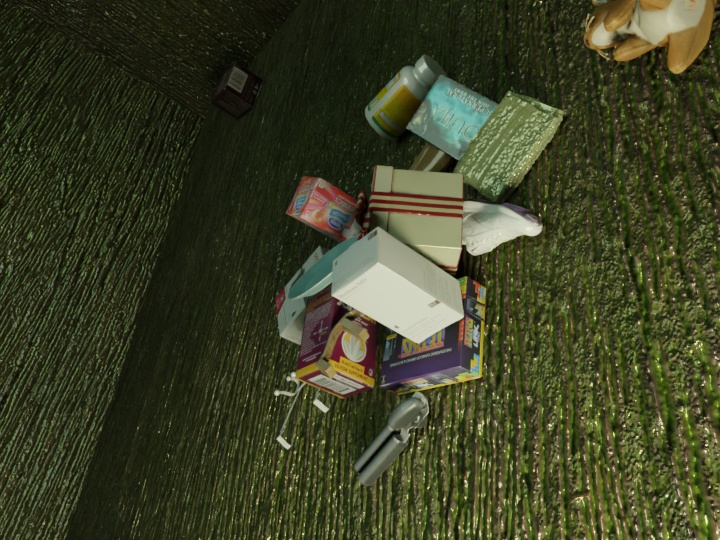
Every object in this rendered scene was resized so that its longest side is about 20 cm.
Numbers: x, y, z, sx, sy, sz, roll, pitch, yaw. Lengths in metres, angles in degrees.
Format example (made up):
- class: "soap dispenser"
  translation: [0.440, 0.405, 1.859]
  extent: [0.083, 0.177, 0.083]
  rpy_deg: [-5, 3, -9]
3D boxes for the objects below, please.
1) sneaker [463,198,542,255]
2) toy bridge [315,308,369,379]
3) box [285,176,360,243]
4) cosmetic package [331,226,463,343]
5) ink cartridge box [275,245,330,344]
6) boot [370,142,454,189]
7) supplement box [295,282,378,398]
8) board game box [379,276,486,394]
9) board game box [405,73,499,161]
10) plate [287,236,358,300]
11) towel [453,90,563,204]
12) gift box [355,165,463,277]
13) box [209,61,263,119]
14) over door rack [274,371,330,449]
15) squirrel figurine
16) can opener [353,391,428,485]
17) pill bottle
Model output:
- class: "sneaker"
  translation: [0.237, -0.068, 0.999]
  extent: [0.200, 0.074, 0.100]
  rpy_deg: [23, 99, 64]
- class: "toy bridge"
  translation: [-0.013, 0.109, 1.083]
  extent: [0.067, 0.027, 0.200]
  rpy_deg: [23, 63, 45]
- class: "box"
  translation: [-0.058, -0.129, 1.354]
  extent: [0.095, 0.199, 0.103]
  rpy_deg: [19, 83, 58]
- class: "cosmetic package"
  translation: [0.061, 0.028, 0.935]
  extent: [0.113, 0.199, 0.082]
  rpy_deg: [-37, 39, 35]
- class: "ink cartridge box"
  translation: [-0.115, 0.060, 1.405]
  extent: [0.200, 0.083, 0.146]
  rpy_deg: [-49, 32, 22]
- class: "boot"
  translation: [0.125, -0.230, 1.296]
  extent: [0.201, 0.066, 0.175]
  rpy_deg: [-55, 43, 14]
- class: "supplement box"
  translation: [-0.042, 0.140, 1.185]
  extent: [0.103, 0.131, 0.201]
  rpy_deg: [-29, 44, 41]
- class: "board game box"
  translation: [0.125, 0.119, 1.019]
  extent: [0.200, 0.057, 0.166]
  rpy_deg: [-26, 44, 46]
- class: "board game box"
  translation: [0.202, -0.304, 1.186]
  extent: [0.200, 0.028, 0.136]
  rpy_deg: [40, 102, 33]
- class: "plate"
  translation: [-0.073, 0.001, 1.228]
  extent: [0.200, 0.026, 0.200]
  rpy_deg: [-38, 13, 10]
- class: "towel"
  translation: [0.270, -0.229, 1.071]
  extent: [0.201, 0.036, 0.148]
  rpy_deg: [-56, 44, 11]
- class: "gift box"
  translation: [0.082, -0.064, 1.034]
  extent: [0.185, 0.185, 0.201]
  rpy_deg: [89, -172, -56]
- class: "box"
  translation: [-0.609, -0.880, 2.838]
  extent: [0.199, 0.164, 0.167]
  rpy_deg: [-9, 60, 54]
- class: "over door rack"
  translation: [-0.125, 0.256, 1.246]
  extent: [0.148, 0.066, 0.200]
  rpy_deg: [-48, 20, 25]
- class: "squirrel figurine"
  translation: [0.452, -0.412, 0.900]
  extent: [0.200, 0.141, 0.187]
  rpy_deg: [-48, 20, -3]
- class: "can opener"
  translation: [0.049, 0.287, 0.998]
  extent: [0.201, 0.066, 0.053]
  rpy_deg: [-57, 31, 19]
- class: "pill bottle"
  translation: [0.114, -0.425, 1.416]
  extent: [0.200, 0.112, 0.113]
  rpy_deg: [-40, 37, 34]
